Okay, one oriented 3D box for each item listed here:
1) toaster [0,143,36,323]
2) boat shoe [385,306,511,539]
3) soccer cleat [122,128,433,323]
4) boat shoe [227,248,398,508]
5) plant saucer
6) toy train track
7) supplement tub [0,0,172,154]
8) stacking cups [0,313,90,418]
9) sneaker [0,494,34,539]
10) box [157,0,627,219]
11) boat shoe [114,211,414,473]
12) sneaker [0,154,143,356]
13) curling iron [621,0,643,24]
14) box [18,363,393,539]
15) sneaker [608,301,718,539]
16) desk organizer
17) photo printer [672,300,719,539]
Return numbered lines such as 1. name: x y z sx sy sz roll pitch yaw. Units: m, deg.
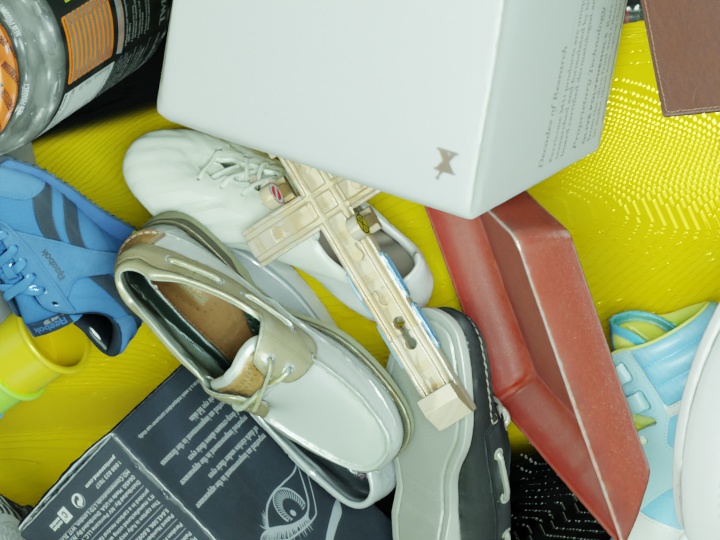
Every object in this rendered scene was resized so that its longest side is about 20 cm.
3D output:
1. toaster: -0.302 -0.058 1.740 0.180 0.119 0.201 -4 109 24
2. boat shoe: 0.059 0.105 1.671 0.074 0.060 0.201 29 130 46
3. soccer cleat: -0.046 -0.035 1.659 0.199 0.070 0.078 27 160 6
4. boat shoe: -0.050 0.061 1.708 0.072 0.069 0.200 -35 94 30
5. plant saucer: 0.094 0.024 1.568 0.037 0.200 0.201 -26 117 -8
6. toy train track: 0.000 0.000 1.594 0.114 0.033 0.201 -32 90 23
7. supplement tub: -0.197 -0.139 1.615 0.122 0.200 0.123 8 113 20
8. stacking cups: -0.259 0.084 1.810 0.200 0.061 0.061 -33 95 30
9. sneaker: -0.268 0.170 1.813 0.115 0.075 0.200 -32 125 33
10. box: 0.025 -0.161 1.511 0.198 0.171 0.201 19 114 24
11. boat shoe: -0.061 0.052 1.632 0.200 0.068 0.075 37 116 1
12. sneaker: -0.191 -0.010 1.671 0.066 0.200 0.079 2 69 38
13. curling iron: 0.138 -0.156 1.569 0.199 0.026 0.050 -4 88 30
14. box: -0.079 0.166 1.717 0.200 0.148 0.104 46 120 1
15. sneaker: 0.165 0.098 1.628 0.130 0.080 0.200 41 111 1
16. desk organizer: 0.212 -0.141 1.440 0.077 0.200 0.072 -4 109 27
17. photo printer: 0.268 0.081 1.527 0.199 0.070 0.167 8 110 -13
